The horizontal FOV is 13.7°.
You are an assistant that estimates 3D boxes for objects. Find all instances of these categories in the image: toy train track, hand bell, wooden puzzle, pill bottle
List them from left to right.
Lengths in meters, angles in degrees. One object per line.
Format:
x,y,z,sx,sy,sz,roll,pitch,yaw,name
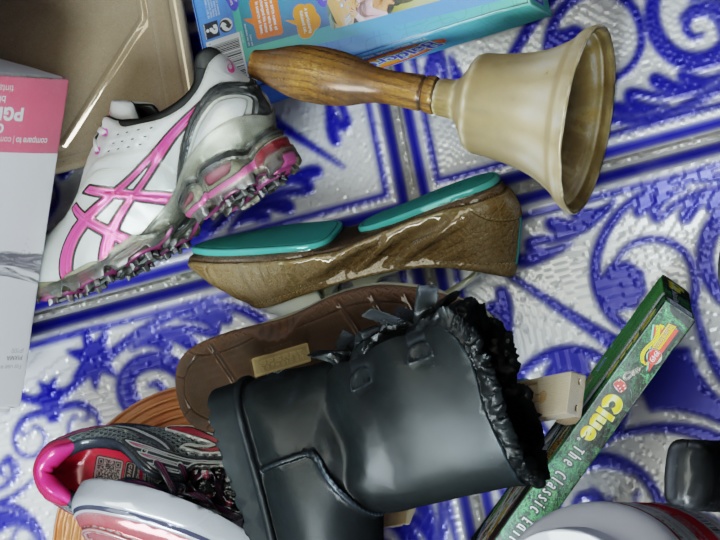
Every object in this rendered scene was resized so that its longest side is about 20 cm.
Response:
-0.187,-0.149,1.787,0.199,0.037,0.186,-13,82,26,wooden puzzle
0.031,-0.098,1.655,0.199,0.104,0.105,10,89,17,hand bell
0.062,0.083,1.633,0.200,0.032,0.115,-16,61,54,toy train track
0.133,0.176,1.548,0.112,0.200,0.113,-2,85,21,pill bottle

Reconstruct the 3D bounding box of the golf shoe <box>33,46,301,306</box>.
-0.125,-0.051,1.721,0.200,0.073,0.092,-33,83,29,golf shoe

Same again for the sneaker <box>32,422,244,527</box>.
-0.089,0.127,1.686,0.199,0.075,0.081,1,86,21,sneaker

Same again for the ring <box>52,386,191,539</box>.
-0.086,0.165,1.731,0.200,0.019,0.201,-2,84,21,ring

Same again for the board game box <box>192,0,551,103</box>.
-0.004,-0.191,1.715,0.199,0.045,0.153,-15,79,20,board game box

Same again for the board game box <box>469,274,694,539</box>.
0.113,0.094,1.615,0.023,0.105,0.200,35,100,1,board game box

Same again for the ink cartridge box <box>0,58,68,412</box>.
-0.257,-0.029,1.742,0.146,0.083,0.201,17,101,42,ink cartridge box

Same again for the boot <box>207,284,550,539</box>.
0.021,0.117,1.563,0.162,0.073,0.199,-20,89,20,boot

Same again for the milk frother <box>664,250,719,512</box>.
0.262,0.062,1.516,0.180,0.188,0.201,22,93,20,milk frother

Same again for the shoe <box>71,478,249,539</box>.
-0.078,0.192,1.624,0.200,0.071,0.091,29,67,-18,shoe

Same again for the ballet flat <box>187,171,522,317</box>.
0.000,0.000,1.696,0.199,0.068,0.073,-13,101,16,ballet flat

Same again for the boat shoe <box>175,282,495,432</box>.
-0.003,0.046,1.651,0.202,0.075,0.075,-6,88,31,boat shoe
